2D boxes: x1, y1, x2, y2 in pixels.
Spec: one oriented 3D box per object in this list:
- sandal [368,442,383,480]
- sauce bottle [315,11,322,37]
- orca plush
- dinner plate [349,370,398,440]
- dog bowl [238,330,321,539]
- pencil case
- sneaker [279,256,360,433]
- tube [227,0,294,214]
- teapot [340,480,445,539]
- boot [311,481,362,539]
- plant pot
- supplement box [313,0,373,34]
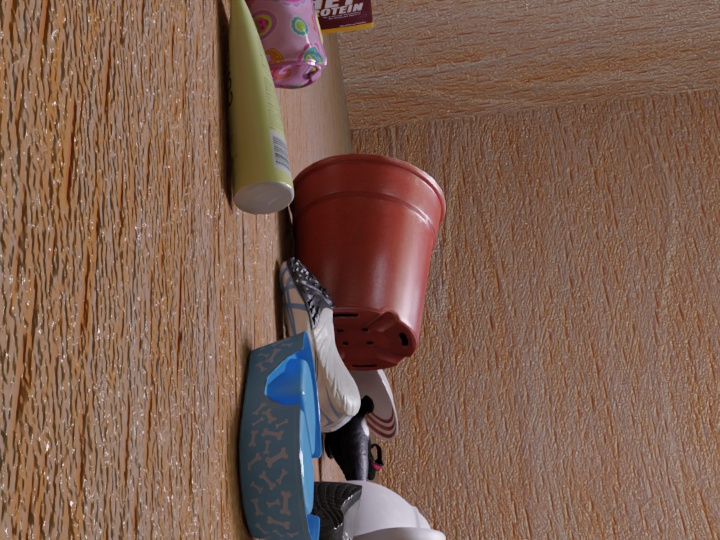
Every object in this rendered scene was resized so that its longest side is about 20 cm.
[{"bbox_3d":[0.032,0.450,2.507,0.201,0.044,0.076,81,4,-57],"label":"sandal"},{"bbox_3d":[-0.083,-0.306,1.264,0.200,0.065,0.067,82,2,-82],"label":"sauce bottle"},{"bbox_3d":[-0.037,0.224,1.404,0.105,0.071,0.202,-38,-143,37],"label":"orca plush"},{"bbox_3d":[0.000,0.147,1.458,0.201,0.024,0.201,51,-22,29],"label":"dinner plate"},{"bbox_3d":[-0.062,0.132,0.827,0.201,0.049,0.113,-93,177,-60],"label":"dog bowl"},{"bbox_3d":[-0.081,-0.283,1.018,0.087,0.086,0.203,69,16,-82],"label":"pencil case"},{"bbox_3d":[-0.058,0.076,1.093,0.072,0.072,0.202,30,35,-52],"label":"sneaker"},{"bbox_3d":[-0.093,-0.145,0.884,0.058,0.051,0.203,-36,-127,43],"label":"tube"},{"bbox_3d":[0.028,0.333,1.188,0.200,0.144,0.200,-98,-174,-71],"label":"teapot"},{"bbox_3d":[-0.039,0.293,1.039,0.200,0.067,0.133,-36,127,-82],"label":"boot"},{"bbox_3d":[0.000,0.000,1.240,0.202,0.197,0.198,81,12,-56],"label":"plant pot"},{"bbox_3d":[-0.060,-0.434,1.337,0.200,0.131,0.201,69,16,-82],"label":"supplement box"}]
